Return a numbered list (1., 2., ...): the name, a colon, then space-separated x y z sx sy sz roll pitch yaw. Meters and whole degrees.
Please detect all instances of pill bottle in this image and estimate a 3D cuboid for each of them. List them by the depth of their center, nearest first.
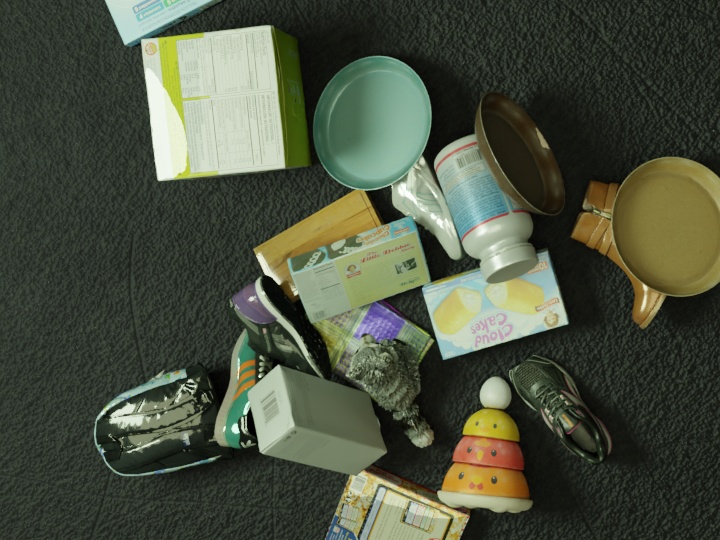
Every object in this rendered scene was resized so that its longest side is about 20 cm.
1. pill bottle: 0.186 -0.089 1.646 0.108 0.109 0.202 -22 72 11

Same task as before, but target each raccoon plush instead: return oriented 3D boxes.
1. raccoon plush: 0.057 0.180 1.693 0.097 0.134 0.200 -40 90 10

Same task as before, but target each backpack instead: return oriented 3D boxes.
1. backpack: -0.319 0.246 1.786 0.198 0.154 0.165 -22 100 -14

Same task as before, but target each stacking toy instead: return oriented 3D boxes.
1. stacking toy: 0.195 0.263 1.725 0.144 0.146 0.203 3 80 8

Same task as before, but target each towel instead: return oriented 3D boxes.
1. towel: -0.001 0.107 1.772 0.199 0.023 0.144 35 100 4

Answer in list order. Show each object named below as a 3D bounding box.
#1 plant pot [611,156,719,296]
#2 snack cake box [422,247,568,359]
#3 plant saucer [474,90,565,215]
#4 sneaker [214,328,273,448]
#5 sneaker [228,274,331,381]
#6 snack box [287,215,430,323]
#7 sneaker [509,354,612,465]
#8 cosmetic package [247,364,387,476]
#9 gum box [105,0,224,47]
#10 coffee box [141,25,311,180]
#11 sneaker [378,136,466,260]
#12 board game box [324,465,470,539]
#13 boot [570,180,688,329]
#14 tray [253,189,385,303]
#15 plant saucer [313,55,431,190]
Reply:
1. plant pot: 0.450 -0.062 1.627 0.197 0.027 0.203 1 82 -9
2. snack cake box: 0.204 0.050 1.711 0.198 0.067 0.116 -17 93 10
3. plant saucer: 0.224 -0.163 1.627 0.032 0.200 0.202 -29 92 32
4. sneaker: -0.159 0.178 1.748 0.079 0.071 0.202 1 68 30
5. sneaker: -0.124 0.104 1.735 0.087 0.076 0.201 -29 109 19
6. snack box: 0.000 0.000 1.702 0.198 0.037 0.117 -19 136 0
7. sneaker: 0.309 0.211 1.704 0.200 0.086 0.080 43 99 2
8. cosmetic package: -0.063 0.227 1.692 0.081 0.199 0.114 -40 46 26
9. gum box: -0.325 -0.474 1.742 0.168 0.045 0.202 -23 92 11
10. coffee box: -0.190 -0.242 1.670 0.195 0.200 0.203 -5 95 8
11. sneaker: 0.097 -0.101 1.715 0.080 0.070 0.202 -29 84 16
12. board game box: 0.055 0.409 1.787 0.198 0.046 0.153 23 99 5
13. boot: 0.384 -0.028 1.663 0.153 0.077 0.203 15 93 0
14. tray: -0.058 -0.037 1.746 0.199 0.037 0.099 -30 77 12
15. plant saucer: 0.021 -0.219 1.700 0.198 0.027 0.203 -3 83 28
